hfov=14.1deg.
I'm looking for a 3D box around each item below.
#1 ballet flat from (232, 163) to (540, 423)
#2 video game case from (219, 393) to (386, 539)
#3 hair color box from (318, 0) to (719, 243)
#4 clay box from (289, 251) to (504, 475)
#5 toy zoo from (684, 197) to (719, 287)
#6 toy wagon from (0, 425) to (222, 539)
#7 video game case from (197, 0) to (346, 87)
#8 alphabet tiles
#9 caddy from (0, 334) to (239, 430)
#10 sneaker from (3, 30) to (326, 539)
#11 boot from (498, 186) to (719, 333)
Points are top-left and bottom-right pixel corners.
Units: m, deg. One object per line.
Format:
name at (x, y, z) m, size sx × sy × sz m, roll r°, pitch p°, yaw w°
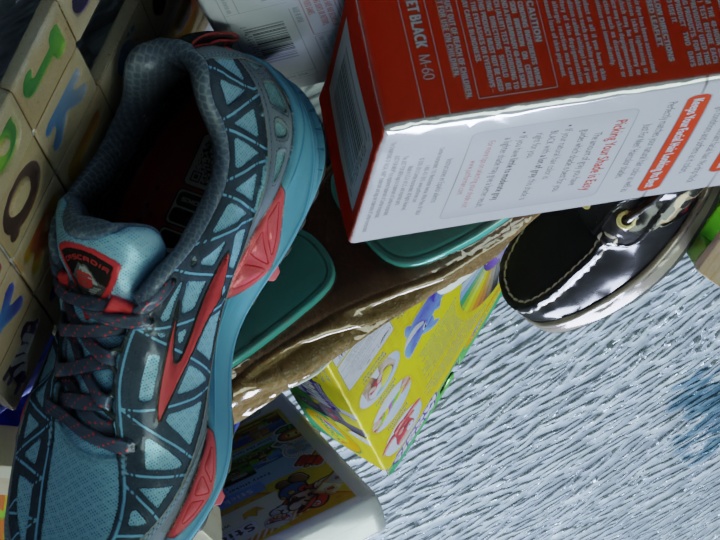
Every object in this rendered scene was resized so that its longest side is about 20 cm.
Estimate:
ballet flat at (0.000, 0.000, 1.088) m, size 0.200 × 0.068 × 0.072 m, roll -36°, pitch 156°, yaw -5°
video game case at (-0.109, 0.114, 1.280) m, size 0.199 × 0.182 × 0.023 m, roll -24°, pitch 115°, yaw -12°
hair color box at (0.092, -0.070, 1.006) m, size 0.199 × 0.064 × 0.111 m, roll -8°, pitch 161°, yaw -10°
clay box at (0.013, 0.012, 1.270) m, size 0.115 × 0.047 × 0.200 m, roll -57°, pitch 164°, yaw -12°
toy zoo at (0.177, -0.067, 1.250) m, size 0.131 × 0.020 × 0.200 m, roll -54°, pitch -172°, yaw 10°
toy wagon at (-0.153, 0.108, 1.071) m, size 0.199 × 0.040 × 0.156 m, roll 6°, pitch 128°, yaw -9°
video game case at (0.030, -0.128, 0.959) m, size 0.180 × 0.046 × 0.200 m, roll -12°, pitch 163°, yaw 4°
alphabet tiles at (-0.092, -0.036, 0.994) m, size 0.200 × 0.008 × 0.168 m, roll 71°, pitch 41°, yaw -69°
caddy at (-0.116, 0.053, 1.176) m, size 0.141 × 0.105 × 0.200 m, roll -22°, pitch 158°, yaw -20°
sneaker at (-0.083, 0.012, 0.971) m, size 0.079 × 0.201 × 0.096 m, roll 11°, pitch 166°, yaw 26°
boot at (0.083, -0.063, 1.154) m, size 0.150 × 0.073 × 0.200 m, roll 17°, pitch 133°, yaw -35°
